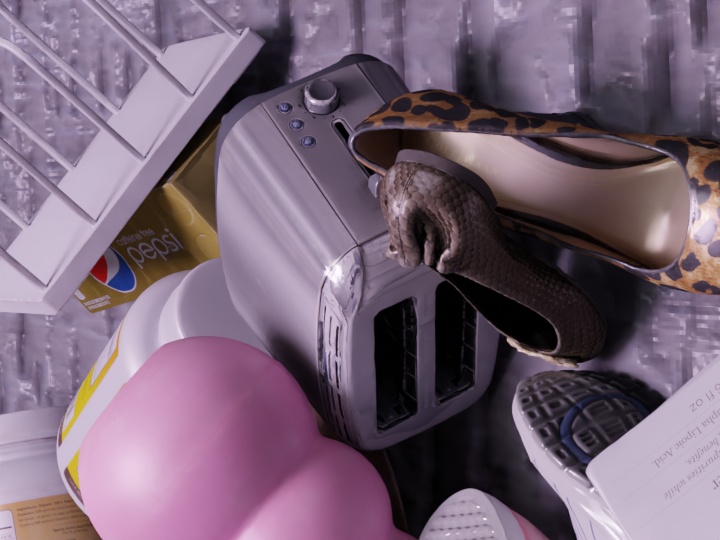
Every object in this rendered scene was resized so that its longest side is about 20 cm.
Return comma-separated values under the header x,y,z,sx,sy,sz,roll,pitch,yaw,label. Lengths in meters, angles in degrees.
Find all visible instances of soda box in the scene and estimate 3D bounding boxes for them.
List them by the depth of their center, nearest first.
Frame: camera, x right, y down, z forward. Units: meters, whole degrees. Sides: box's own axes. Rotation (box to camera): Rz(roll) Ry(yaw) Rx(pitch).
x,y,z,sx,sy,sz,roll,pitch,yaw,label
-0.122,-0.032,1.428,0.068,0.064,0.200,48,149,-17,soda box

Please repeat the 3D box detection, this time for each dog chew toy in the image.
x,y,z,sx,sy,sz,roll,pitch,yaw,label
-0.042,0.125,1.178,0.200,0.125,0.125,40,136,1,dog chew toy

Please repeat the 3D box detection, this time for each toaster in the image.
x,y,z,sx,sy,sz,roll,pitch,yaw,label
0.000,0.000,1.210,0.129,0.113,0.201,53,157,35,toaster

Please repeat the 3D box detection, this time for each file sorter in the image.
x,y,z,sx,sy,sz,roll,pitch,yaw,label
-0.180,-0.091,1.371,0.200,0.124,0.139,-53,21,-16,file sorter

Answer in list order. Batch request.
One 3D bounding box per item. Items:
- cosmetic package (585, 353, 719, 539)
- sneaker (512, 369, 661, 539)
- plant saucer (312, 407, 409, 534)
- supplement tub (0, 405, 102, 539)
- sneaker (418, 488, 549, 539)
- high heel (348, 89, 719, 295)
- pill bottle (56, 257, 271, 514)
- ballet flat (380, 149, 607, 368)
x,y,z,sx,sy,sz,roll,pitch,yaw,label
0.192,0.130,0.949,0.113,0.081,0.200,-42,53,12,cosmetic package
0.125,0.125,1.097,0.200,0.074,0.087,56,146,40,sneaker
-0.019,0.165,1.302,0.200,0.036,0.202,173,90,-70,plant saucer
-0.209,0.197,1.538,0.144,0.144,0.201,-24,74,55,supplement tub
0.093,0.194,1.105,0.075,0.105,0.201,-41,34,17,sneaker
0.092,-0.031,1.057,0.200,0.142,0.072,32,117,50,high heel
-0.100,0.072,1.374,0.200,0.109,0.110,-51,53,54,pill bottle
0.059,0.006,1.085,0.067,0.200,0.047,13,73,29,ballet flat
